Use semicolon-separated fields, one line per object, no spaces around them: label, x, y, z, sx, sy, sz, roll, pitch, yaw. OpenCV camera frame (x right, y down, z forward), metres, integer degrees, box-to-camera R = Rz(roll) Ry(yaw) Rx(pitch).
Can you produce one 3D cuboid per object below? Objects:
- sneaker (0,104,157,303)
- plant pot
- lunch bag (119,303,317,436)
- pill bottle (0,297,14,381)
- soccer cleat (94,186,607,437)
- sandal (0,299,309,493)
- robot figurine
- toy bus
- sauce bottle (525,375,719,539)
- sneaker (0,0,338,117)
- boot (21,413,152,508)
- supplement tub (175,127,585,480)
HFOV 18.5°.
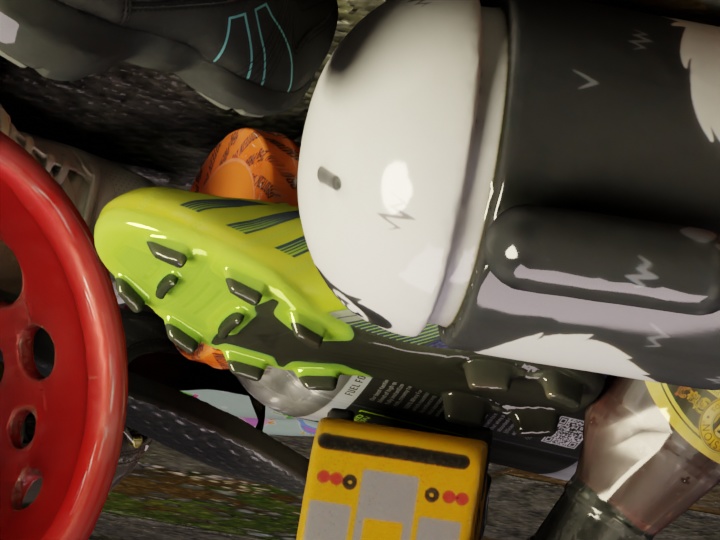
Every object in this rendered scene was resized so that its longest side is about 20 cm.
sneaker;-0.151;-0.036;0.929;0.200;0.074;0.116;15;167;-22
plant pot;-0.217;0.042;0.818;0.182;0.201;0.200;-6;160;44
lunch bag;-0.061;0.031;1.126;0.160;0.077;0.200;2;164;22
pill bottle;-0.216;0.040;1.173;0.111;0.112;0.200;2;165;20
soccer cleat;0.000;0.000;0.818;0.200;0.084;0.065;16;150;-12
sandal;-0.099;0.037;0.940;0.200;0.048;0.075;26;167;10
robot figurine;0.078;-0.025;0.744;0.200;0.125;0.150;9;157;-6
toy bus;0.016;0.104;0.876;0.065;0.078;0.200;7;166;5
sauce bottle;0.129;0.043;0.834;0.066;0.200;0.066;32;-177;-2
sneaker;-0.046;-0.095;0.642;0.075;0.079;0.200;44;-163;14
boot;-0.178;0.077;1.070;0.174;0.069;0.200;-4;154;-33
supplement tub;0.028;0.012;0.919;0.200;0.123;0.122;15;164;-27
